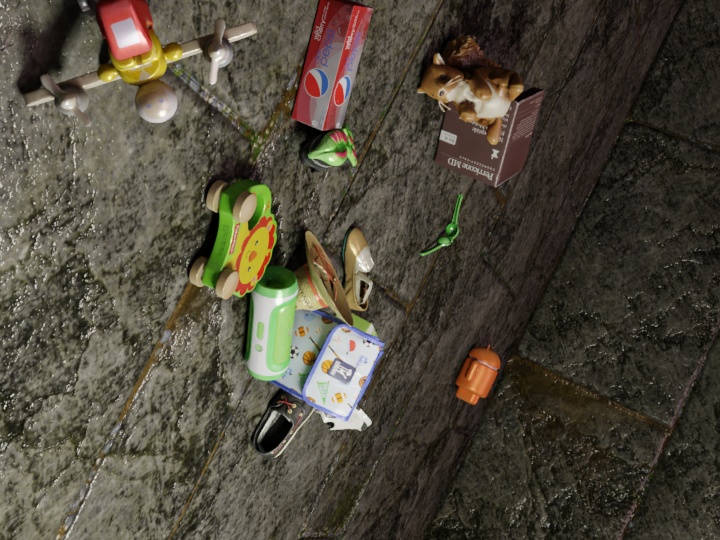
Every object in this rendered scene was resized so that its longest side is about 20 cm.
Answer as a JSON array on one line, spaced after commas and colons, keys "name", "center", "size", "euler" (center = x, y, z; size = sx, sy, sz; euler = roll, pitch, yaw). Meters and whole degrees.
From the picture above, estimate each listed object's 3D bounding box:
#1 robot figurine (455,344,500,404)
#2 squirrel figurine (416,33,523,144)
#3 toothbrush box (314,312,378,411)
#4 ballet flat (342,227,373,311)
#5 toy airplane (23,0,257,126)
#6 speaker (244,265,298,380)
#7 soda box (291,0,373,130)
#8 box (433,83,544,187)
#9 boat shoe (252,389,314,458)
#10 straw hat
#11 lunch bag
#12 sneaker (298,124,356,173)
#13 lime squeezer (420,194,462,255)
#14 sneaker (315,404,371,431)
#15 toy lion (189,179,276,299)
[{"name": "robot figurine", "center": [0.386, 0.337, 2.985], "size": [0.143, 0.117, 0.201], "euler": [26, 88, -28]}, {"name": "squirrel figurine", "center": [0.208, -0.380, 1.842], "size": [0.142, 0.186, 0.201], "euler": [115, -21, -43]}, {"name": "toothbrush box", "center": [-0.046, 0.205, 1.951], "size": [0.200, 0.086, 0.146], "euler": [-56, 155, -18]}, {"name": "ballet flat", "center": [0.000, 0.000, 1.874], "size": [0.069, 0.063, 0.201], "euler": [-44, 149, -41]}, {"name": "toy airplane", "center": [-0.236, -0.220, 0.985], "size": [0.200, 0.142, 0.199], "euler": [-29, 168, 38]}, {"name": "speaker", "center": [-0.157, 0.094, 1.600], "size": [0.088, 0.088, 0.201], "euler": [-37, 145, -48]}, {"name": "soda box", "center": [-0.046, -0.328, 1.444], "size": [0.070, 0.063, 0.201], "euler": [-21, 131, -60]}, {"name": "box", "center": [0.288, -0.323, 2.043], "size": [0.164, 0.165, 0.201], "euler": [-33, 141, -53]}, {"name": "boat shoe", "center": [-0.146, 0.285, 1.828], "size": [0.202, 0.073, 0.063], "euler": [-59, 164, -6]}, {"name": "straw hat", "center": [-0.091, 0.031, 1.649], "size": [0.085, 0.202, 0.201], "euler": [-25, 156, 7]}, {"name": "lunch bag", "center": [-0.071, 0.167, 1.711], "size": [0.171, 0.199, 0.124], "euler": [-63, 157, -1]}, {"name": "sneaker", "center": [-0.057, -0.206, 1.547], "size": [0.200, 0.083, 0.077], "euler": [-23, 102, -77]}, {"name": "lime squeezer", "center": [0.216, -0.093, 2.284], "size": [0.200, 0.038, 0.071], "euler": [-55, 155, -22]}, {"name": "sneaker", "center": [-0.039, 0.296, 1.886], "size": [0.080, 0.074, 0.200], "euler": [-45, 149, -5]}, {"name": "toy lion", "center": [-0.184, -0.050, 1.440], "size": [0.192, 0.068, 0.201], "euler": [-31, 140, -64]}]
